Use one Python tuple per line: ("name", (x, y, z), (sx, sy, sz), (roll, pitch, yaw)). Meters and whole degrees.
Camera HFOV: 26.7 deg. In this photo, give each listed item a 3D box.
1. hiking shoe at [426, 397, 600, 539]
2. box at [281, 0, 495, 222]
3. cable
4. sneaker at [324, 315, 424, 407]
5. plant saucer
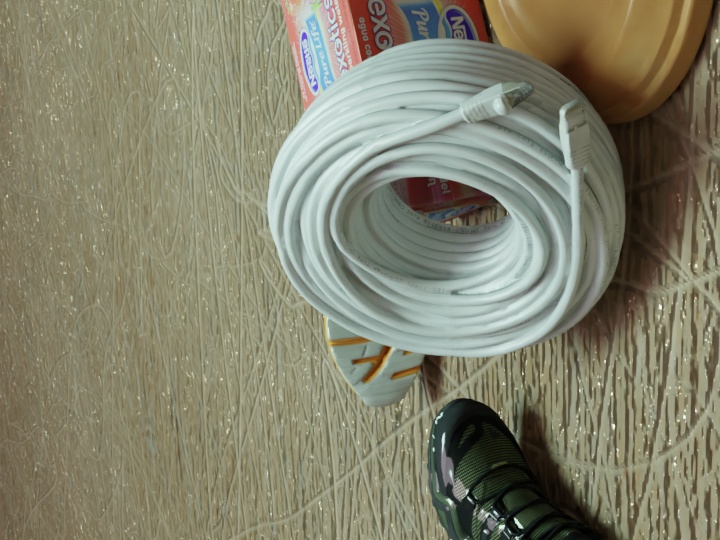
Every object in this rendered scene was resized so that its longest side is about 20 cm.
("hiking shoe", (0.112, 0.165, 0.940), (0.101, 0.075, 0.201), (-36, 76, 54))
("box", (0.020, -0.130, 0.973), (0.103, 0.094, 0.202), (-25, 77, 64))
("cable", (0.048, -0.036, 0.845), (0.201, 0.198, 0.070), (67, -153, -42))
("sneaker", (0.000, 0.000, 1.106), (0.077, 0.078, 0.202), (137, 123, -76))
("plant saucer", (0.116, -0.178, 0.821), (0.200, 0.037, 0.202), (34, 129, 57))
